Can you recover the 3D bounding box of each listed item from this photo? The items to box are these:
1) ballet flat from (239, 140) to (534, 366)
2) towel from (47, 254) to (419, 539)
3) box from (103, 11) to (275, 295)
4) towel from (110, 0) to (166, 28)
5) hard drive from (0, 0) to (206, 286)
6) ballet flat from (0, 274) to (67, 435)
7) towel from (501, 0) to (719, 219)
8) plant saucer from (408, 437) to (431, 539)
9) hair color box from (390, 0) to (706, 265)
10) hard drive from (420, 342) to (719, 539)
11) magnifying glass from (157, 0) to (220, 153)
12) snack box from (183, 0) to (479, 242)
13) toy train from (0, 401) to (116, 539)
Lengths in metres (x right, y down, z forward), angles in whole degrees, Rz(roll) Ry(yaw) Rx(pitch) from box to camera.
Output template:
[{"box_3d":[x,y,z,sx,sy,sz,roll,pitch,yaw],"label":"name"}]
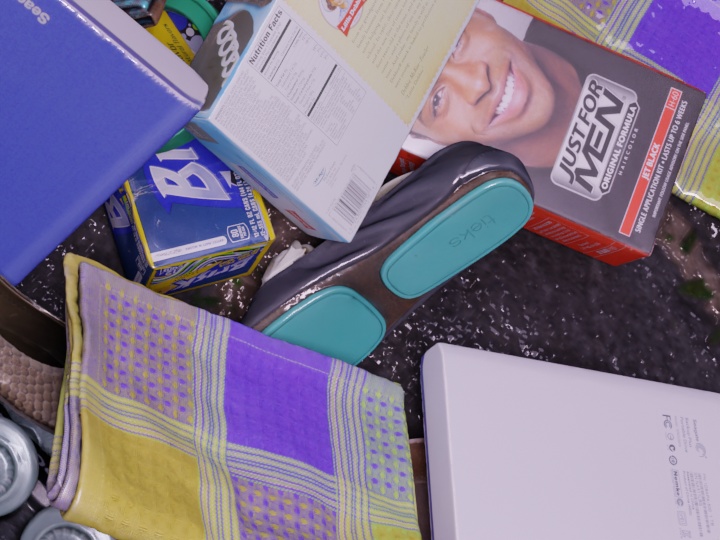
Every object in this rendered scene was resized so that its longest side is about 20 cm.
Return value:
[{"box_3d":[0.000,0.000,0.804,0.200,0.073,0.073,-37,85,6],"label":"ballet flat"},{"box_3d":[-0.050,0.077,0.700,0.200,0.023,0.144,25,37,-27],"label":"towel"},{"box_3d":[-0.111,-0.090,0.812,0.070,0.064,0.200,-14,77,-20],"label":"box"},{"box_3d":[-0.163,-0.161,0.760,0.022,0.200,0.147,48,45,-45],"label":"towel"},{"box_3d":[-0.184,-0.059,0.700,0.132,0.200,0.025,39,31,-20],"label":"hard drive"},{"box_3d":[-0.171,0.008,0.689,0.046,0.067,0.200,-42,114,6],"label":"ballet flat"},{"box_3d":[0.171,-0.132,0.932,0.200,0.023,0.144,36,66,-3],"label":"towel"},{"box_3d":[0.040,0.186,0.784,0.200,0.032,0.201,5,70,-15],"label":"plant saucer"},{"box_3d":[0.078,-0.087,0.856,0.200,0.061,0.102,22,82,-7],"label":"hair color box"},{"box_3d":[0.127,0.116,0.805,0.200,0.025,0.132,11,60,-25],"label":"hard drive"},{"box_3d":[-0.149,-0.067,0.764,0.200,0.022,0.080,-32,76,6],"label":"magnifying glass"},{"box_3d":[-0.003,-0.129,0.763,0.116,0.037,0.200,41,72,-43],"label":"snack box"},{"box_3d":[-0.187,0.106,0.711,0.114,0.085,0.200,-43,93,6],"label":"toy train"}]
